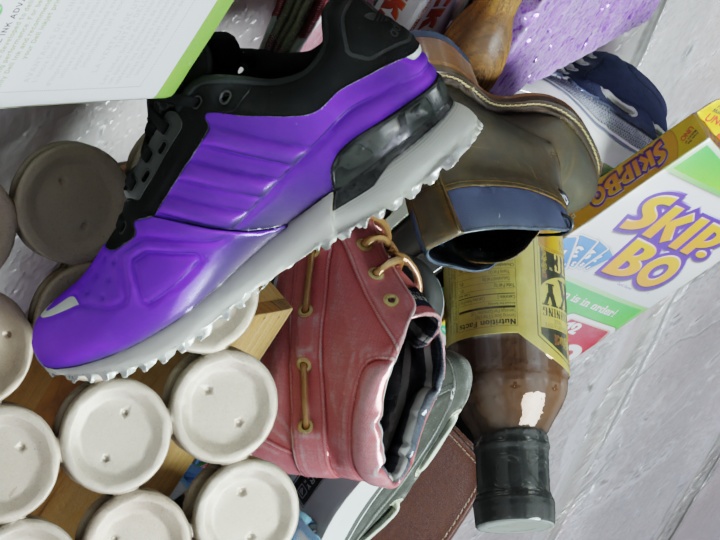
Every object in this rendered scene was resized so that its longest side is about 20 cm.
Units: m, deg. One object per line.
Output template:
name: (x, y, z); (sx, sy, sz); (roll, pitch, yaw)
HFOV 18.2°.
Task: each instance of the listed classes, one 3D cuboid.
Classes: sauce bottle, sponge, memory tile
sauce bottle: (0.074, 0.032, 1.144); (0.064, 0.201, 0.065); (-1, 165, 0)
sponge: (0.120, -0.152, 1.142); (0.200, 0.030, 0.112); (-32, 158, -50)
memory tile: (-0.109, 0.044, 0.934); (0.153, 0.017, 0.201); (-15, 105, -23)

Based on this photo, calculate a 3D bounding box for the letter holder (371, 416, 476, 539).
letter holder: (-0.003, 0.146, 1.362); (0.200, 0.142, 0.100); (-51, 158, 17)

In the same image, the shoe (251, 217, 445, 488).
shoe: (0.000, 0.000, 1.042); (0.071, 0.091, 0.201); (29, 72, -61)

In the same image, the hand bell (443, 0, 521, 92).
hand bell: (0.066, -0.131, 1.010); (0.104, 0.104, 0.200); (-30, 159, -32)

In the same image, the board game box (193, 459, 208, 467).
board game box: (-0.098, 0.048, 1.155); (0.151, 0.037, 0.200); (-17, 146, -50)

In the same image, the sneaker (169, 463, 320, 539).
sneaker: (-0.067, 0.138, 1.090); (0.090, 0.200, 0.079); (19, 91, -23)

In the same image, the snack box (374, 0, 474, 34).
snack box: (0.073, -0.181, 1.048); (0.072, 0.024, 0.200); (-12, 143, -52)

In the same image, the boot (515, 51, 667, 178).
boot: (0.105, -0.089, 1.235); (0.073, 0.091, 0.200); (-27, 142, 30)

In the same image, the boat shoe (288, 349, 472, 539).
boat shoe: (-0.010, 0.111, 1.133); (0.063, 0.071, 0.200); (-4, 145, -42)

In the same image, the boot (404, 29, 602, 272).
boot: (0.063, -0.033, 1.041); (0.075, 0.097, 0.200); (-28, 153, 26)

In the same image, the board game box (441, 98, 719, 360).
board game box: (0.141, -0.011, 1.237); (0.200, 0.030, 0.095); (-37, 138, 14)

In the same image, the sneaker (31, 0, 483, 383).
sneaker: (-0.060, -0.040, 0.874); (0.200, 0.100, 0.070); (-33, -166, 14)

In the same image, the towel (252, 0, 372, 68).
towel: (0.005, -0.148, 0.914); (0.144, 0.023, 0.200); (-59, 175, -49)

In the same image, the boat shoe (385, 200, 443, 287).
boat shoe: (0.018, 0.014, 1.266); (0.201, 0.061, 0.072); (-46, 160, 7)

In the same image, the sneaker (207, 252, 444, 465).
sneaker: (0.007, 0.059, 1.207); (0.108, 0.067, 0.202); (-5, 142, -45)

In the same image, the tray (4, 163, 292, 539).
tray: (-0.118, 0.057, 1.045); (0.037, 0.099, 0.200); (-10, 141, -52)

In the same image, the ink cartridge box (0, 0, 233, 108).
ink cartridge box: (-0.111, -0.131, 0.739); (0.200, 0.076, 0.148); (-9, 140, -55)
